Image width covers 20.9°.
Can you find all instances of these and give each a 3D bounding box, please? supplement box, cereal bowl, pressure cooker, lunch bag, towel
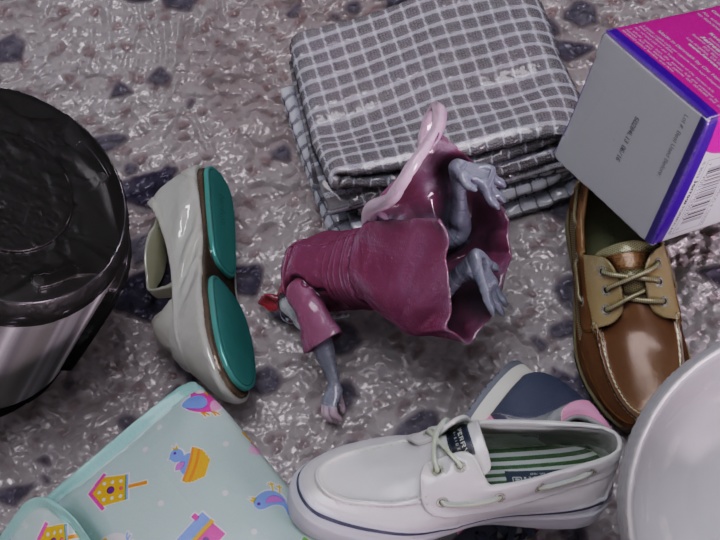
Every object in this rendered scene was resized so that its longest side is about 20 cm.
[{"bbox_3d":[0.240,-0.104,1.283,0.199,0.102,0.103,-15,48,-39],"label":"supplement box"},{"bbox_3d":[0.243,0.134,1.144,0.198,0.083,0.202,0,86,-5],"label":"cereal bowl"},{"bbox_3d":[-0.255,-0.002,1.270,0.179,0.200,0.176,47,50,8],"label":"pressure cooker"},{"bbox_3d":[-0.121,0.195,1.156,0.199,0.122,0.171,-35,64,-12],"label":"lunch bag"},{"bbox_3d":[0.050,-0.114,1.369,0.198,0.086,0.167,-15,54,-3],"label":"towel"}]

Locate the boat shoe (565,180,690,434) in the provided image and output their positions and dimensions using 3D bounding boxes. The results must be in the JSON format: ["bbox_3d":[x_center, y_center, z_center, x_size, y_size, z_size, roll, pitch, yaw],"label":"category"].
[{"bbox_3d":[0.170,0.010,1.275,0.075,0.074,0.201,-10,55,0],"label":"boat shoe"}]

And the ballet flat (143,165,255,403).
[{"bbox_3d":[-0.112,0.017,1.321,0.069,0.070,0.201,-10,51,0],"label":"ballet flat"}]

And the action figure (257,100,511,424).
[{"bbox_3d":[0.000,0.000,1.259,0.199,0.149,0.134,-12,37,39],"label":"action figure"}]

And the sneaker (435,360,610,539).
[{"bbox_3d":[0.081,0.146,1.196,0.082,0.070,0.201,23,63,23],"label":"sneaker"}]

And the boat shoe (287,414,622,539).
[{"bbox_3d":[0.056,0.112,1.134,0.198,0.067,0.074,-4,47,-19],"label":"boat shoe"}]
